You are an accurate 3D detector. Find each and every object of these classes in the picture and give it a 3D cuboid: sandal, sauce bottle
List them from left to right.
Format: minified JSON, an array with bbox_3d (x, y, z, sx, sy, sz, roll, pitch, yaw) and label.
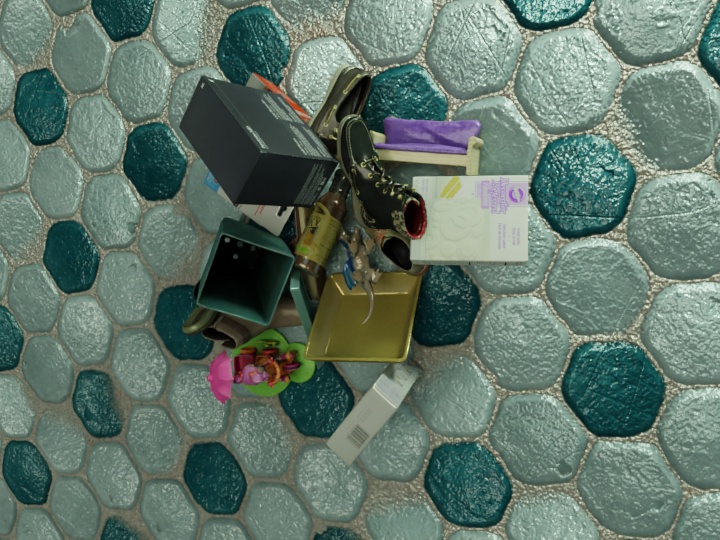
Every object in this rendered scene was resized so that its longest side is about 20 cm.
[{"bbox_3d":[-0.303,0.046,1.264,0.079,0.202,0.058,-22,118,26],"label":"sandal"},{"bbox_3d":[-0.065,-0.091,1.176,0.064,0.065,0.203,19,80,17],"label":"sauce bottle"}]

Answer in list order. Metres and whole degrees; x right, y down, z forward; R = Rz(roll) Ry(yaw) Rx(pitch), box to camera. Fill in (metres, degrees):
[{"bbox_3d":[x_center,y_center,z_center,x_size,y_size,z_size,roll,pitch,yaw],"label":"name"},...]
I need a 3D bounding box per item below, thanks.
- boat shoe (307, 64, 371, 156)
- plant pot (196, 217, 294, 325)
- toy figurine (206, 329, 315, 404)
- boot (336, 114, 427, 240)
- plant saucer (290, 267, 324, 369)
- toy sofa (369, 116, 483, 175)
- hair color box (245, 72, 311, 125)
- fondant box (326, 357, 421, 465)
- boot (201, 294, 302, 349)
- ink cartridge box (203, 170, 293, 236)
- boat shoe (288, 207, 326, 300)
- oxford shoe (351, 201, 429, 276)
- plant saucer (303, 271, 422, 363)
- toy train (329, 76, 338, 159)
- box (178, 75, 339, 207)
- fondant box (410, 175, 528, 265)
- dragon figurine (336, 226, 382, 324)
[{"bbox_3d":[-0.042,-0.262,1.117,0.060,0.071,0.204,29,100,41],"label":"boat shoe"},{"bbox_3d":[-0.226,-0.019,1.210,0.139,0.200,0.143,18,107,-21],"label":"plant pot"},{"bbox_3d":[-0.212,0.202,1.247,0.196,0.184,0.154,1,97,20],"label":"toy figurine"},{"bbox_3d":[0.039,-0.152,1.049,0.153,0.073,0.207,25,135,51],"label":"boot"},{"bbox_3d":[-0.098,0.093,1.207,0.019,0.070,0.203,-13,124,5],"label":"plant saucer"},{"bbox_3d":[0.115,-0.224,1.126,0.196,0.083,0.100,8,100,20],"label":"toy sofa"},{"bbox_3d":[-0.161,-0.273,1.208,0.200,0.064,0.112,44,110,27],"label":"hair color box"},{"bbox_3d":[0.029,0.243,1.142,0.058,0.200,0.145,39,108,6],"label":"fondant box"},{"bbox_3d":[-0.209,0.107,1.250,0.196,0.146,0.072,4,116,25],"label":"boot"},{"bbox_3d":[-0.201,-0.170,1.260,0.199,0.068,0.117,36,107,14],"label":"ink cartridge box"},{"bbox_3d":[-0.116,-0.040,1.244,0.071,0.072,0.204,-5,100,21],"label":"boat shoe"},{"bbox_3d":[0.048,-0.073,1.169,0.200,0.075,0.071,46,107,17],"label":"oxford shoe"},{"bbox_3d":[0.012,0.095,1.174,0.196,0.202,0.049,-2,138,21],"label":"plant saucer"},{"bbox_3d":[-0.058,-0.261,1.207,0.199,0.055,0.152,-38,66,26],"label":"toy train"},{"bbox_3d":[-0.170,-0.211,1.057,0.201,0.180,0.105,51,120,26],"label":"box"},{"bbox_3d":[0.186,-0.085,1.083,0.196,0.058,0.148,1,82,10],"label":"fondant box"},{"bbox_3d":[0.000,0.000,1.177,0.058,0.099,0.204,-12,80,-11],"label":"dragon figurine"}]
